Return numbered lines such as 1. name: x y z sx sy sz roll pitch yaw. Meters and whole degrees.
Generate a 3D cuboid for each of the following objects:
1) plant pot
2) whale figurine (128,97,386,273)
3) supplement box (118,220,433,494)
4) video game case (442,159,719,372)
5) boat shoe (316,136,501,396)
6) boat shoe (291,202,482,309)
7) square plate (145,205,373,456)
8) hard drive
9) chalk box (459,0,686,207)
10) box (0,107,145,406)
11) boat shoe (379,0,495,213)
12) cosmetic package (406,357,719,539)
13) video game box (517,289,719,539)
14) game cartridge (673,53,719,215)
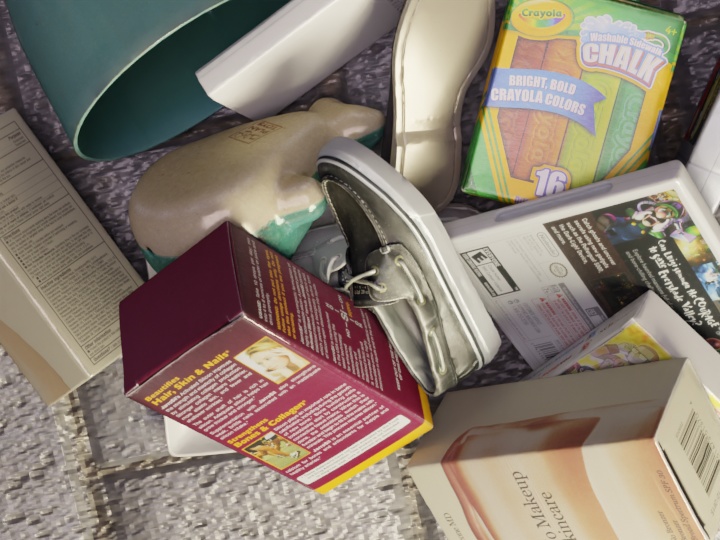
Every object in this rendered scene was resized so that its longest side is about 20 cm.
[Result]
1. plant pot: -0.158 -0.201 1.148 0.201 0.201 0.161 -36 80 9
2. whale figurine: -0.068 -0.052 1.179 0.200 0.159 0.104 -34 121 -26
3. supplement box: -0.057 0.065 1.125 0.110 0.086 0.200 -34 134 24
4. video game case: 0.179 0.014 1.145 0.182 0.023 0.200 -15 134 29
5. boat shoe: 0.024 0.002 1.109 0.071 0.072 0.200 -44 110 -23
6. boat shoe: 0.000 0.000 1.190 0.200 0.069 0.072 -9 96 5
7. square plate: -0.060 0.039 1.250 0.200 0.028 0.198 -5 98 6
8. hard drive: -0.014 -0.181 1.162 0.200 0.132 0.027 -36 80 9
9. chalk box: 0.154 -0.142 1.157 0.124 0.124 0.200 14 99 3
10. box: -0.247 -0.010 1.216 0.200 0.095 0.078 55 139 -2
11. boat shoe: 0.044 -0.140 1.151 0.073 0.063 0.200 -2 116 -22
12. cosmetic package: 0.147 0.136 1.129 0.200 0.087 0.103 -13 119 38
13. video game box: 0.215 0.130 1.177 0.200 0.047 0.182 43 137 -7
14. game cartridge: 0.266 -0.128 1.145 0.041 0.133 0.200 22 99 1
